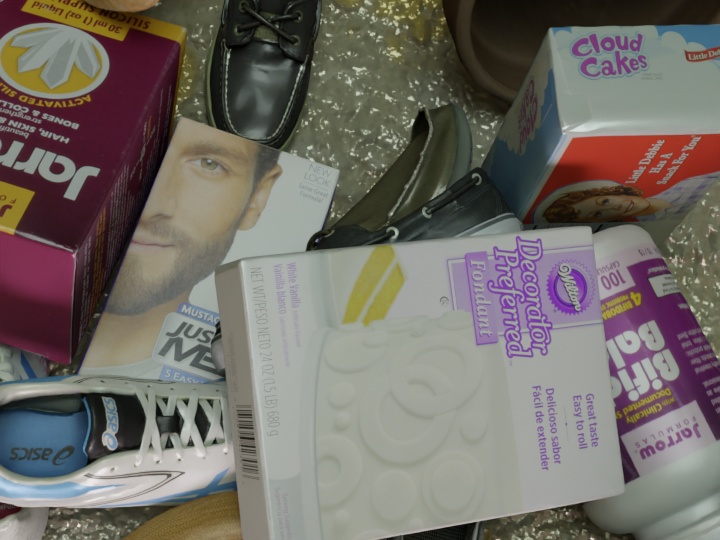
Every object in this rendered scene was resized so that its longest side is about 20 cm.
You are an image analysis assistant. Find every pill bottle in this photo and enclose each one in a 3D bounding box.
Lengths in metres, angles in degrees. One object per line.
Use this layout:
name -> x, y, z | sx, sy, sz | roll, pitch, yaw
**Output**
pill bottle -> 0.165, 0.084, 0.758 | 0.112, 0.112, 0.201 | -22, 75, -15

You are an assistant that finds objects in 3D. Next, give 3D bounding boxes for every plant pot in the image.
plant pot -> 0.137, -0.238, 0.852 | 0.198, 0.201, 0.176 | -8, 54, -11

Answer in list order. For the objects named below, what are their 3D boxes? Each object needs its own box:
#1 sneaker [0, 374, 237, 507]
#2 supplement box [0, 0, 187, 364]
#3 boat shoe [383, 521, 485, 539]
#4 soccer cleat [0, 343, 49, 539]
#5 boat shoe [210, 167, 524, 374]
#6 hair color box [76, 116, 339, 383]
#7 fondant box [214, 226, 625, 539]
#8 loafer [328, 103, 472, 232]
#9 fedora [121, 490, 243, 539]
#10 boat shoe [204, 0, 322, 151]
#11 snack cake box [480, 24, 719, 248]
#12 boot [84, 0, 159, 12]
sneaker -> -0.113, 0.088, 0.669 | 0.198, 0.072, 0.073 | -2, 74, -22
supplement box -> -0.194, -0.065, 0.741 | 0.130, 0.104, 0.201 | 16, 48, -2
boat shoe -> 0.051, 0.127, 0.745 | 0.071, 0.071, 0.202 | 12, 72, -15
soccer cleat -> -0.211, 0.065, 0.728 | 0.069, 0.086, 0.202 | -9, 71, -11
boat shoe -> 0.000, 0.000, 0.728 | 0.199, 0.069, 0.057 | -23, 81, -18
hair color box -> -0.094, 0.019, 0.775 | 0.108, 0.065, 0.201 | 18, 67, -2
fondant box -> 0.032, 0.058, 0.665 | 0.198, 0.058, 0.146 | -6, 87, -22
loafer -> 0.016, -0.023, 0.799 | 0.069, 0.075, 0.201 | 21, 68, -4
fedora -> -0.065, 0.216, 0.689 | 0.199, 0.082, 0.203 | 1, 79, -3
boat shoe -> -0.062, -0.171, 0.850 | 0.071, 0.066, 0.203 | 11, 68, -4
snack cake box -> 0.144, -0.067, 0.766 | 0.114, 0.200, 0.068 | -1, 69, -9
boot -> -0.129, -0.220, 0.803 | 0.143, 0.071, 0.201 | -19, 35, -35
